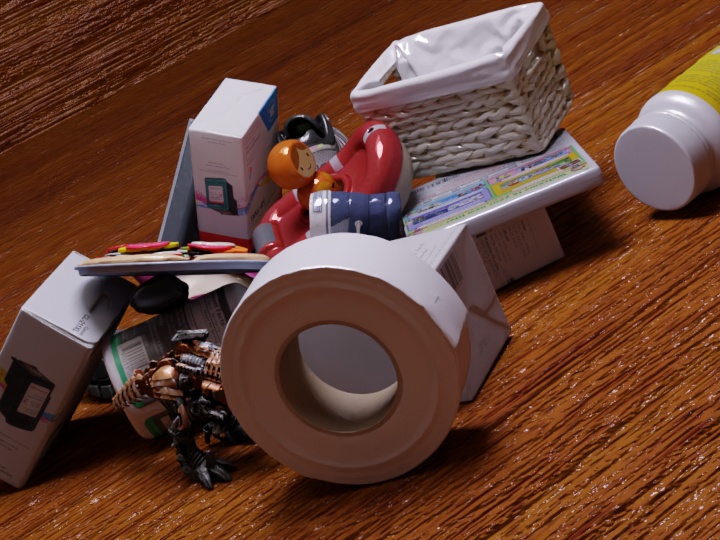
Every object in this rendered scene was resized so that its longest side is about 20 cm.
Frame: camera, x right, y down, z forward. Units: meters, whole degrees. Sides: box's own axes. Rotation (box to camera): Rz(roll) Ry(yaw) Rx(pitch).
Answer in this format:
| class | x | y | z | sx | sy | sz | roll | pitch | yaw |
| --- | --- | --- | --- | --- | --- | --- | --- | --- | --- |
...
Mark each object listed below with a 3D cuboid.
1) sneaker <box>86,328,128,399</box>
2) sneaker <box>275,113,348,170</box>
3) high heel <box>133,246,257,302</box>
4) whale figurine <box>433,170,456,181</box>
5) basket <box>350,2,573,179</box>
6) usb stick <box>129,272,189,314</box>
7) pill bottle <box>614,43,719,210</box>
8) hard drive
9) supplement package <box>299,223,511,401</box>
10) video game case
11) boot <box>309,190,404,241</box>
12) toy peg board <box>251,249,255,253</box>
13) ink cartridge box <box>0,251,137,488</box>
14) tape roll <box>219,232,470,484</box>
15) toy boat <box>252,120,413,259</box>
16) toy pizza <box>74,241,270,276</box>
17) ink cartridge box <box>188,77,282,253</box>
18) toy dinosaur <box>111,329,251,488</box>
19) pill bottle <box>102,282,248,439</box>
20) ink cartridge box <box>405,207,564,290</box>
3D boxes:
| class | x | y | z | sx | sy | sz | roll | pitch | yaw |
| --- | --- | --- | --- | --- | --- | --- | --- | --- | --- |
| sneaker | -0.241 | 0.098 | 1.654 | 0.199 | 0.076 | 0.079 | -3 | 14 | 33 |
| sneaker | -0.054 | -0.148 | 1.731 | 0.074 | 0.088 | 0.200 | -21 | 19 | 8 |
| high heel | -0.170 | 0.008 | 1.604 | 0.067 | 0.200 | 0.096 | -62 | -12 | -14 |
| whale figurine | 0.141 | -0.102 | 1.700 | 0.159 | 0.104 | 0.200 | 14 | 65 | 48 |
| basket | 0.115 | -0.188 | 1.598 | 0.199 | 0.124 | 0.136 | -10 | 29 | 35 |
| usb stick | -0.201 | 0.025 | 1.501 | 0.055 | 0.033 | 0.200 | -23 | 0 | -5 |
| pill bottle | 0.353 | -0.149 | 1.513 | 0.200 | 0.115 | 0.114 | -37 | 23 | -34 |
| hard drive | -0.191 | -0.060 | 1.748 | 0.033 | 0.201 | 0.140 | 9 | -15 | 14 |
| supplement package | 0.014 | 0.053 | 1.366 | 0.199 | 0.120 | 0.121 | -13 | 24 | 31 |
| video game case | 0.136 | -0.082 | 1.524 | 0.199 | 0.022 | 0.182 | -22 | 17 | 3 |
| boot | 0.000 | 0.000 | 1.480 | 0.090 | 0.200 | 0.073 | -1 | 51 | 2 |
| toy peg board | -0.070 | -0.034 | 1.732 | 0.199 | 0.098 | 0.200 | -25 | 19 | -3 |
| ink cartridge box | -0.323 | 0.100 | 1.540 | 0.200 | 0.083 | 0.146 | -60 | 2 | 27 |
| tape roll | -0.011 | 0.073 | 1.220 | 0.202 | 0.203 | 0.071 | -17 | 19 | 19 |
| toy boat | -0.045 | -0.086 | 1.558 | 0.200 | 0.131 | 0.131 | -38 | 32 | 10 |
| toy pizza | -0.184 | -0.013 | 1.484 | 0.199 | 0.032 | 0.200 | -2 | -2 | 0 |
| ink cartridge box | -0.140 | -0.104 | 1.715 | 0.067 | 0.200 | 0.116 | 10 | 40 | 14 |
| toy dinosaur | -0.148 | 0.112 | 1.377 | 0.102 | 0.136 | 0.200 | -35 | 22 | -28 |
| pill bottle | -0.148 | 0.081 | 1.496 | 0.199 | 0.113 | 0.113 | -23 | 19 | -1 |
| ink cartridge box | 0.130 | -0.030 | 1.530 | 0.199 | 0.067 | 0.116 | -26 | 18 | -4 |
